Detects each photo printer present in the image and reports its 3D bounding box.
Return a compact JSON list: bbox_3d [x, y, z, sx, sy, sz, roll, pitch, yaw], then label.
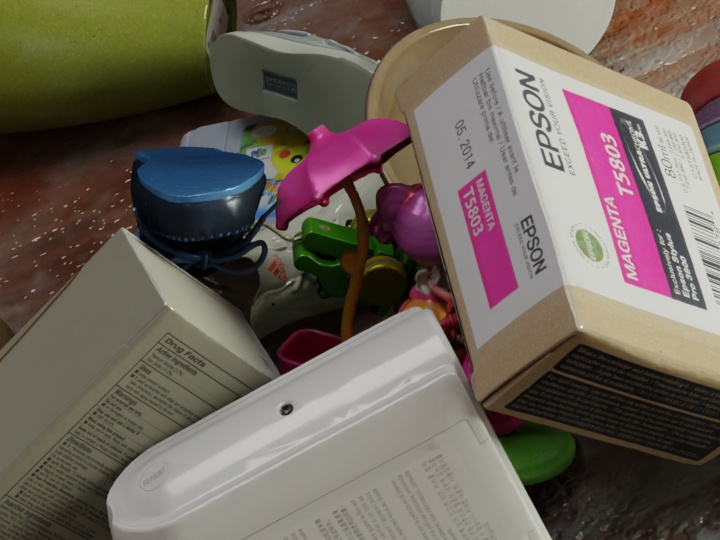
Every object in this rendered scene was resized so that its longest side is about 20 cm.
[{"bbox_3d":[-0.019,0.128,1.067,0.199,0.167,0.070,-29,38,1],"label":"photo printer"}]

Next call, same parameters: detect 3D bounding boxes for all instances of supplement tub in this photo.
[{"bbox_3d":[0.090,-0.231,1.476,0.144,0.146,0.200,-21,37,0],"label":"supplement tub"}]

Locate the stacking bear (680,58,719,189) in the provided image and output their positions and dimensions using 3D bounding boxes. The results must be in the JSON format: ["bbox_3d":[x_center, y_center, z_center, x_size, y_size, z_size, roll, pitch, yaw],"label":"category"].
[{"bbox_3d":[0.226,-0.014,1.183,0.113,0.122,0.201,13,55,-4],"label":"stacking bear"}]

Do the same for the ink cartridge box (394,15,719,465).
[{"bbox_3d":[0.119,-0.014,1.089,0.075,0.164,0.201,-39,49,34],"label":"ink cartridge box"}]

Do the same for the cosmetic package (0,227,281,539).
[{"bbox_3d":[-0.146,0.088,1.074,0.200,0.103,0.073,-44,44,7],"label":"cosmetic package"}]

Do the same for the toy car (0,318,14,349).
[{"bbox_3d":[-0.247,0.078,1.214,0.158,0.201,0.164,-38,40,-22],"label":"toy car"}]

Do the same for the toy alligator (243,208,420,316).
[{"bbox_3d":[0.000,0.000,1.271,0.198,0.055,0.059,9,35,-12],"label":"toy alligator"}]

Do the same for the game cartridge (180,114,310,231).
[{"bbox_3d":[-0.035,-0.061,1.420,0.199,0.041,0.134,-11,42,13],"label":"game cartridge"}]

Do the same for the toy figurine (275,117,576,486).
[{"bbox_3d":[0.022,0.010,1.157,0.199,0.185,0.150,9,26,21],"label":"toy figurine"}]

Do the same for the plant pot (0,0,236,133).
[{"bbox_3d":[-0.197,-0.183,1.551,0.198,0.188,0.188,6,43,10],"label":"plant pot"}]

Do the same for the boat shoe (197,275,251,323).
[{"bbox_3d":[-0.147,0.064,1.159,0.201,0.072,0.060,-35,26,-27],"label":"boat shoe"}]

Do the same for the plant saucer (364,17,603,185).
[{"bbox_3d":[0.094,-0.070,1.297,0.199,0.030,0.201,11,52,-14],"label":"plant saucer"}]

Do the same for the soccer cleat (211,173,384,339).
[{"bbox_3d":[-0.041,-0.002,1.306,0.199,0.078,0.070,-31,73,-6],"label":"soccer cleat"}]

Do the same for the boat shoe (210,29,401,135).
[{"bbox_3d":[-0.014,-0.122,1.398,0.071,0.071,0.200,-18,31,-39],"label":"boat shoe"}]

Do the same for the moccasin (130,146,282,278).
[{"bbox_3d":[-0.084,-0.028,1.152,0.080,0.069,0.200,-2,8,-6],"label":"moccasin"}]
